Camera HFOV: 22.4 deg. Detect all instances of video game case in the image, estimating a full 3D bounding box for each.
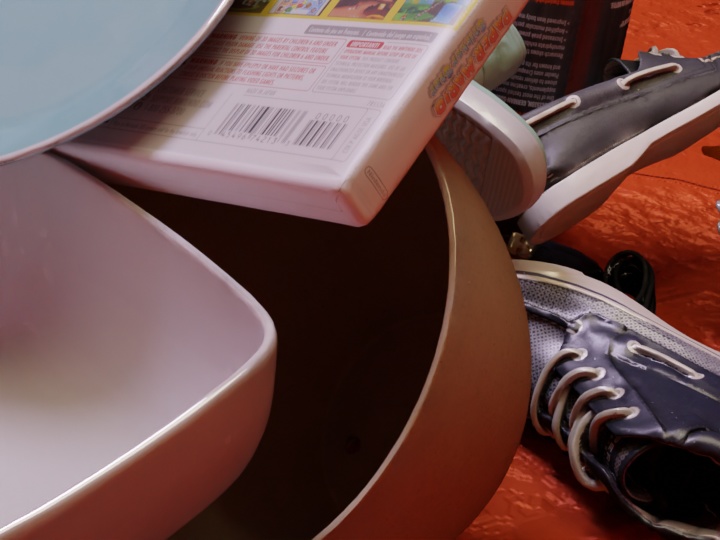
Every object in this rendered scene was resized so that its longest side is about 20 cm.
[{"bbox_3d":[-0.022,-0.100,0.672,0.199,0.023,0.182,11,58,45],"label":"video game case"}]

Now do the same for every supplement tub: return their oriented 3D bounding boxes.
[{"bbox_3d":[0.090,-0.122,0.995,0.106,0.201,0.107,8,25,-4],"label":"supplement tub"}]

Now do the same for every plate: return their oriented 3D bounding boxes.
[{"bbox_3d":[-0.121,-0.108,0.701,0.199,0.026,0.201,-15,48,17],"label":"plate"}]

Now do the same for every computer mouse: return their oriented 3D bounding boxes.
[{"bbox_3d":[0.061,0.001,0.915,0.199,0.046,0.141,12,28,6],"label":"computer mouse"}]

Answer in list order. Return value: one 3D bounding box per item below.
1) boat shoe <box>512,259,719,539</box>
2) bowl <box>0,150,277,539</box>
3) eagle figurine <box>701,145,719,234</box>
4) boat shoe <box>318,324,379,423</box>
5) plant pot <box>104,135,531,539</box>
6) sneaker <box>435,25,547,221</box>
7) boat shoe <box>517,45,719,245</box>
[{"bbox_3d":[0.104,0.056,0.785,0.199,0.075,0.093,20,21,20],"label":"boat shoe"},{"bbox_3d":[-0.144,0.052,0.604,0.199,0.075,0.199,-28,41,-29],"label":"bowl"},{"bbox_3d":[0.256,-0.050,0.975,0.150,0.152,0.200,-21,4,8],"label":"eagle figurine"},{"bbox_3d":[-0.002,0.000,0.824,0.074,0.066,0.200,-18,74,-19],"label":"boat shoe"},{"bbox_3d":[-0.012,0.040,0.691,0.200,0.201,0.134,36,4,43],"label":"plant pot"},{"bbox_3d":[0.050,-0.093,0.877,0.118,0.074,0.200,-25,34,-26],"label":"sneaker"},{"bbox_3d":[0.144,-0.084,0.945,0.200,0.074,0.060,-32,78,-25],"label":"boat shoe"}]
